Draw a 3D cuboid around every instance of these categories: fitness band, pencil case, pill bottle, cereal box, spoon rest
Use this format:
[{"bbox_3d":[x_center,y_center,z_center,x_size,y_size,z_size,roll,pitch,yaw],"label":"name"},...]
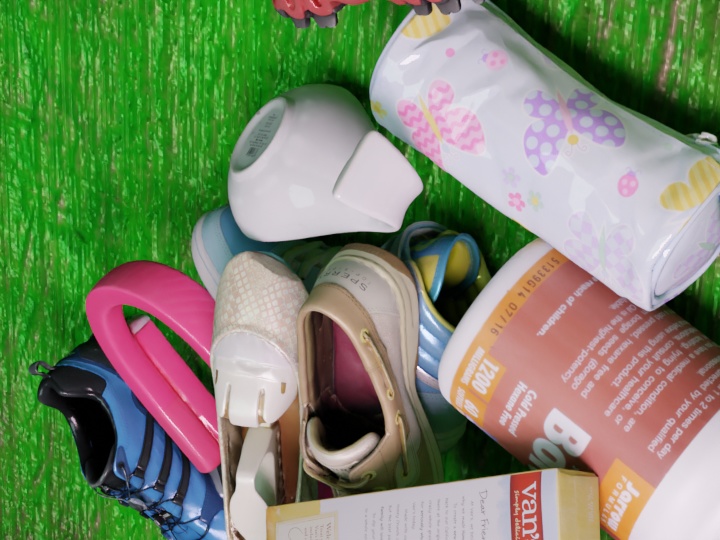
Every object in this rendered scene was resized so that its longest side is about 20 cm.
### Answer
[{"bbox_3d":[-0.086,0.074,1.400,0.200,0.037,0.143,51,154,-17],"label":"fitness band"},{"bbox_3d":[0.099,-0.065,1.173,0.200,0.083,0.091,35,126,23],"label":"pencil case"},{"bbox_3d":[0.146,0.079,1.187,0.200,0.112,0.112,39,133,19],"label":"pill bottle"},{"bbox_3d":[0.035,0.183,1.179,0.199,0.039,0.145,-11,74,40],"label":"cereal box"},{"bbox_3d":[-0.018,-0.053,1.247,0.060,0.100,0.200,33,176,-22],"label":"spoon rest"}]

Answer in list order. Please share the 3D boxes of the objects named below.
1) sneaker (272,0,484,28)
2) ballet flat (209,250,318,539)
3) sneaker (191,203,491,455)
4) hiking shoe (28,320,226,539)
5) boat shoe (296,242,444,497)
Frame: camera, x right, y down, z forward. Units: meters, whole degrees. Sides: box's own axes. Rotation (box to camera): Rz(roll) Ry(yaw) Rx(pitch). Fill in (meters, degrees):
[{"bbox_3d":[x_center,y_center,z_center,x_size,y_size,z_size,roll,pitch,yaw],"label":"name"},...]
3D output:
[{"bbox_3d":[0.017,-0.180,1.154,0.200,0.071,0.098,0,122,46],"label":"sneaker"},{"bbox_3d":[-0.052,0.087,1.296,0.067,0.062,0.201,5,122,18],"label":"ballet flat"},{"bbox_3d":[0.000,0.000,1.302,0.200,0.080,0.131,38,132,11],"label":"sneaker"},{"bbox_3d":[-0.138,0.134,1.486,0.074,0.087,0.200,-35,87,47],"label":"hiking shoe"},{"bbox_3d":[-0.003,0.085,1.256,0.074,0.066,0.201,9,122,33],"label":"boat shoe"}]
